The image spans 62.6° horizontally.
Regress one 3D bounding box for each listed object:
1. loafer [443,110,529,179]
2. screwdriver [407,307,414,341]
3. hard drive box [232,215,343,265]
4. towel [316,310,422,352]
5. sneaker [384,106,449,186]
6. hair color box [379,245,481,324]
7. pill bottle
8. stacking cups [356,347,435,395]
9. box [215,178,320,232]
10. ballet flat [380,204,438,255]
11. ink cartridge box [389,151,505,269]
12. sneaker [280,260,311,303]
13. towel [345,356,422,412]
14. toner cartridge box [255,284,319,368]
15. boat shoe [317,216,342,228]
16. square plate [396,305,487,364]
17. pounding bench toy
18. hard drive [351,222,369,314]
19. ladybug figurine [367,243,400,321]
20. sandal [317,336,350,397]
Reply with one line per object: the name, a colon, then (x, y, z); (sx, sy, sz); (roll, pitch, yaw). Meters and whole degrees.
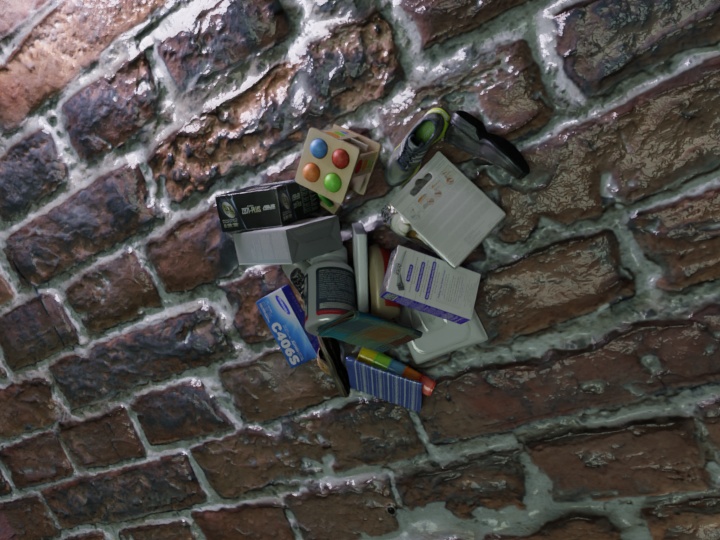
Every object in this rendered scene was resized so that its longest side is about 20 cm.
loafer: (0.260, -0.247, 1.230); (0.200, 0.073, 0.073); (44, 126, 17)
screwdriver: (0.113, 0.064, 1.376); (0.029, 0.028, 0.202); (-13, 84, 0)
hard drive box: (-0.164, -0.067, 1.332); (0.199, 0.155, 0.077); (1, 105, 46)
towel: (0.021, 0.141, 1.329); (0.146, 0.199, 0.022); (-29, 50, 44)
sneaker: (0.110, -0.264, 1.277); (0.074, 0.081, 0.201); (39, 117, 8)
hair color box: (0.152, 0.033, 1.293); (0.199, 0.065, 0.110); (20, 71, -9)
pill bottle: (-0.071, 0.043, 1.386); (0.119, 0.119, 0.202); (-16, 62, 26)
stacking cups: (0.090, 0.243, 1.454); (0.199, 0.060, 0.061); (22, 113, 13)
box: (-0.211, -0.157, 1.381); (0.162, 0.200, 0.087); (-3, 104, 24)
ballet flat: (0.127, -0.093, 1.329); (0.199, 0.072, 0.072); (28, 115, 14)
ink cartridge box: (0.186, -0.128, 1.272); (0.200, 0.050, 0.161); (44, 91, 10)
sneaker: (-0.128, 0.037, 1.473); (0.200, 0.079, 0.074); (45, 119, 7)
towel: (0.059, 0.278, 1.458); (0.198, 0.024, 0.145); (16, 145, 17)
toner cartridge box: (-0.185, 0.147, 1.550); (0.095, 0.043, 0.201); (-27, 93, 26)
boat shoe: (-0.123, -0.089, 1.443); (0.199, 0.062, 0.075); (-13, 95, 42)
square plate: (0.170, 0.108, 1.393); (0.197, 0.028, 0.201); (-24, 95, 28)
pounding bench toy: (-0.063, -0.206, 1.327); (0.124, 0.156, 0.201); (26, 114, 14)
hard drive: (0.000, 0.000, 1.380); (0.026, 0.132, 0.202); (-4, 106, -5)
ladybug figurine: (0.052, 0.035, 1.367); (0.071, 0.136, 0.202); (-3, 80, -5)
sandal: (-0.078, 0.234, 1.512); (0.054, 0.082, 0.201); (-15, 107, 17)
